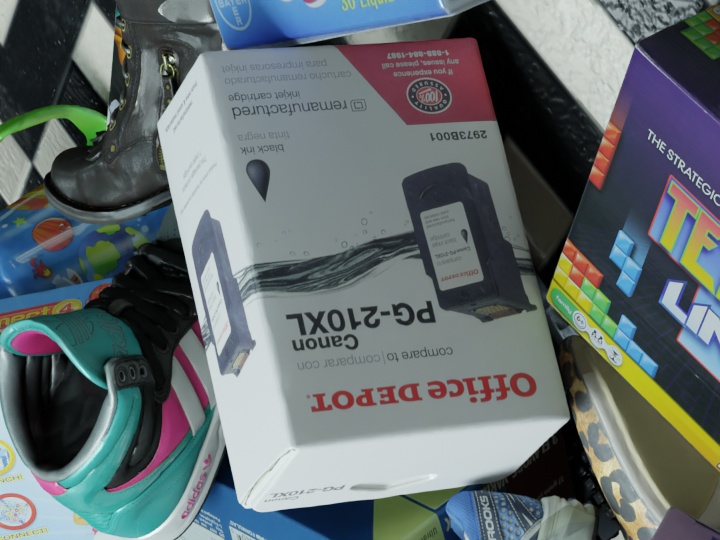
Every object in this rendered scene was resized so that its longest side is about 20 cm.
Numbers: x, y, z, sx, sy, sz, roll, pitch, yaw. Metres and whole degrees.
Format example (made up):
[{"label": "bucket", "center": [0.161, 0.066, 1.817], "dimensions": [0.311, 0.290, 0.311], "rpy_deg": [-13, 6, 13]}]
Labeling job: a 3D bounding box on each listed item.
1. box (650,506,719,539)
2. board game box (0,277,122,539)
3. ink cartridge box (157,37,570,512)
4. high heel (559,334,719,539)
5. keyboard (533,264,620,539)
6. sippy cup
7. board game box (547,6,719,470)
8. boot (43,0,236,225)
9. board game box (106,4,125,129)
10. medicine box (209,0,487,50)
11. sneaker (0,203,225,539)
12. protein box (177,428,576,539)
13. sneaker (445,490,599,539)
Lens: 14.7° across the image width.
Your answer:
[{"label": "box", "center": [0.176, 0.237, 1.285], "dimensions": [0.176, 0.097, 0.200], "rpy_deg": [28, 137, 10]}, {"label": "board game box", "center": [-0.134, 0.100, 1.569], "dimensions": [0.056, 0.200, 0.196], "rpy_deg": [-91, -12, -55]}, {"label": "ink cartridge box", "center": [0.000, 0.000, 1.311], "dimensions": [0.084, 0.145, 0.200], "rpy_deg": [130, 130, -60]}, {"label": "high heel", "center": [0.129, 0.133, 1.352], "dimensions": [0.200, 0.071, 0.143], "rpy_deg": [53, 140, 1]}, {"label": "keyboard", "center": [0.075, 0.051, 1.425], "dimensions": [0.200, 0.021, 0.127], "rpy_deg": [56, 146, 14]}, {"label": "sippy cup", "center": [-0.167, 0.005, 1.629], "dimensions": [0.178, 0.130, 0.140], "rpy_deg": [48, 144, 22]}, {"label": "board game box", "center": [0.181, 0.013, 1.204], "dimensions": [0.200, 0.057, 0.165], "rpy_deg": [45, 144, 27]}, {"label": "boot", "center": [-0.109, -0.117, 1.469], "dimensions": [0.200, 0.069, 0.174], "rpy_deg": [-1, 109, 42]}, {"label": "board game box", "center": [-0.064, -0.072, 1.521], "dimensions": [0.200, 0.035, 0.126], "rpy_deg": [41, 141, 31]}, {"label": "medicine box", "center": [-0.007, -0.216, 1.283], "dimensions": [0.182, 0.103, 0.200], "rpy_deg": [-3, 109, 55]}, {"label": "sneaker", "center": [-0.113, 0.027, 1.350], "dimensions": [0.084, 0.121, 0.200], "rpy_deg": [12, 84, 37]}, {"label": "protein box", "center": [0.006, 0.159, 1.457], "dimensions": [0.198, 0.135, 0.200], "rpy_deg": [22, 137, 43]}, {"label": "sneaker", "center": [0.046, 0.195, 1.304], "dimensions": [0.085, 0.200, 0.077], "rpy_deg": [17, 164, 9]}]
